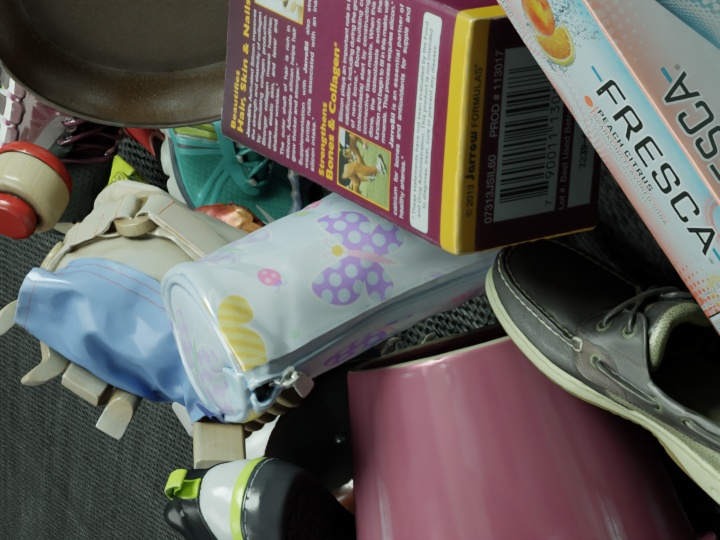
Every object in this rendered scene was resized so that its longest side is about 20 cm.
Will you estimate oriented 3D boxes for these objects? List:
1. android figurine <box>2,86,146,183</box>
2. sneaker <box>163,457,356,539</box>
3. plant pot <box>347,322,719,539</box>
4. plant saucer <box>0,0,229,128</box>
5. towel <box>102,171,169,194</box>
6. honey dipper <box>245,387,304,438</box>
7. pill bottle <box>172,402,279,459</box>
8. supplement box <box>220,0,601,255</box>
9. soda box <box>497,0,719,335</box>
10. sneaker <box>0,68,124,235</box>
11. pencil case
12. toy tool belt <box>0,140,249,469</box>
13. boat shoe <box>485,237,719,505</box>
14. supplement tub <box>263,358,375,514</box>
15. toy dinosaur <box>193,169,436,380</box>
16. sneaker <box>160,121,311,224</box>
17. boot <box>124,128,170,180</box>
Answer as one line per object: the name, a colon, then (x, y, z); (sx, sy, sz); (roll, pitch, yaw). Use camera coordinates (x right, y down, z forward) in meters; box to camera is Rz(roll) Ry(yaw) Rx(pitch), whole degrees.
android figurine: (-0.169, -0.062, 1.589); (0.200, 0.041, 0.182); (41, 175, 34)
sneaker: (-0.046, 0.148, 1.259); (0.082, 0.072, 0.200); (3, 147, 22)
plant pot: (0.076, 0.121, 1.225); (0.200, 0.199, 0.180); (-13, 93, 66)
plant saucer: (-0.097, -0.150, 1.238); (0.201, 0.199, 0.032); (90, 170, -52)
towel: (-0.088, -0.007, 1.465); (0.086, 0.018, 0.200); (51, -171, 19)
honey dipper: (-0.003, 0.030, 1.310); (0.200, 0.038, 0.038); (-35, 87, 29)
pill bottle: (-0.034, 0.146, 1.559); (0.201, 0.112, 0.112); (55, 158, 8)
supplement box: (0.022, -0.094, 1.127); (0.200, 0.085, 0.111); (30, 123, 49)
soda box: (0.143, -0.057, 0.986); (0.201, 0.068, 0.064); (56, 157, 2)
sneaker: (-0.152, -0.096, 1.377); (0.115, 0.075, 0.201); (30, 130, 42)
pencil case: (0.000, 0.000, 1.188); (0.091, 0.199, 0.084); (26, 137, 55)
toy tool belt: (-0.128, 0.021, 1.263); (0.199, 0.123, 0.125); (25, 147, 4)
boat shoe: (0.143, 0.037, 1.119); (0.200, 0.073, 0.065); (37, 146, 23)
supplement tub: (0.038, 0.146, 1.379); (0.107, 0.107, 0.200); (25, 162, 52)
toy dinosaur: (-0.037, 0.028, 1.359); (0.181, 0.201, 0.105); (20, -169, -35)
sneaker: (-0.079, -0.088, 1.406); (0.079, 0.077, 0.201); (-7, 113, 56)
boot: (-0.133, -0.136, 1.462); (0.144, 0.072, 0.201); (43, 161, 32)
